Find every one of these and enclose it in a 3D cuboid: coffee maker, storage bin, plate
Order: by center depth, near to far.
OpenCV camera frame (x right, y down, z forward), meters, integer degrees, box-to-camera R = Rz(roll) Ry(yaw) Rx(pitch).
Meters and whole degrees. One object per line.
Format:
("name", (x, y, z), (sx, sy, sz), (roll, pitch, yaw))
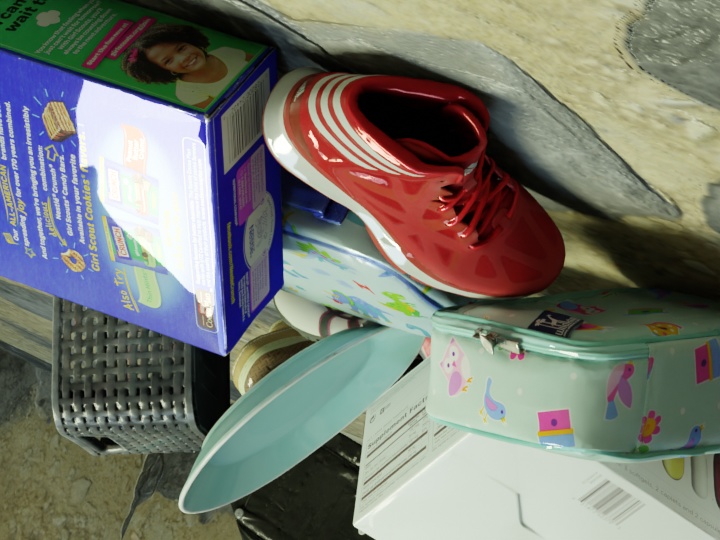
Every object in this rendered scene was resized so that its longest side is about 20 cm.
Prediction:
("plate", (-0.042, 0.088, 1.369), (0.026, 0.200, 0.200), (53, 177, 15))
("storage bin", (-0.141, 0.015, 1.385), (0.093, 0.201, 0.135), (-2, 166, 6))
("coffee maker", (-0.012, 0.192, 1.679), (0.192, 0.135, 0.200), (56, -176, 24))

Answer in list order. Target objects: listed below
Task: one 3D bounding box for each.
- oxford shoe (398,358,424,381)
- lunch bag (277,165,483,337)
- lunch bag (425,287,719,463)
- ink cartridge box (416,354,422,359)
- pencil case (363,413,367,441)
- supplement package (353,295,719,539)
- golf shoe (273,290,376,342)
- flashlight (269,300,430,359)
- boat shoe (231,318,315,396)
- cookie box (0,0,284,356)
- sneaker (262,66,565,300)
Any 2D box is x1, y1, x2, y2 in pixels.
("oxford shoe", (0.053, 0.119, 1.590), (0.072, 0.085, 0.200), (18, -166, 3))
("lunch bag", (-0.016, -0.030, 1.266), (0.200, 0.083, 0.161), (16, 169, 35))
("lunch bag", (0.140, 0.054, 1.198), (0.200, 0.077, 0.160), (-2, -169, -39))
("ink cartridge box", (0.067, 0.057, 1.674), (0.200, 0.037, 0.095), (28, 170, -13))
("pencil case", (0.100, 0.144, 1.696), (0.199, 0.090, 0.078), (19, -171, 21))
("supplement package", (0.123, 0.135, 1.363), (0.200, 0.111, 0.156), (34, 126, -22))
("golf shoe", (0.000, 0.000, 1.445), (0.200, 0.077, 0.088), (-2, 147, 48))
("flashlight", (0.020, 0.036, 1.576), (0.199, 0.068, 0.068), (19, -176, 25))
("boat shoe", (-0.047, 0.068, 1.617), (0.076, 0.072, 0.200), (42, -166, 26))
("cookie box", (-0.147, -0.065, 1.175), (0.199, 0.075, 0.172), (19, 134, 21))
("sneaker", (0.050, -0.038, 1.098), (0.200, 0.079, 0.115), (27, 170, -28))
